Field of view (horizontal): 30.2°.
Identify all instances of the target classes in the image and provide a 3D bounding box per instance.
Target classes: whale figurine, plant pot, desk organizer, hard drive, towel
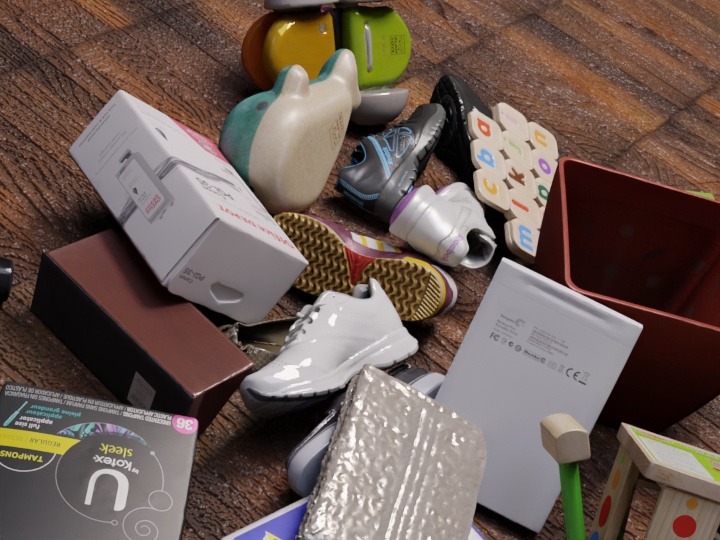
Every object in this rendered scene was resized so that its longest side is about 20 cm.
[{"bbox_3d":[-0.072,-0.150,1.377,0.103,0.160,0.200,17,52,24],"label":"whale figurine"},{"bbox_3d":[0.255,0.041,1.280,0.199,0.177,0.200,15,39,-7],"label":"plant pot"},{"bbox_3d":[-0.190,0.056,1.154,0.200,0.072,0.077,41,41,22],"label":"desk organizer"},{"bbox_3d":[0.138,0.108,1.146,0.131,0.201,0.027,26,11,6],"label":"hard drive"},{"bbox_3d":[0.028,0.174,1.059,0.132,0.035,0.200,31,42,-7],"label":"towel"}]

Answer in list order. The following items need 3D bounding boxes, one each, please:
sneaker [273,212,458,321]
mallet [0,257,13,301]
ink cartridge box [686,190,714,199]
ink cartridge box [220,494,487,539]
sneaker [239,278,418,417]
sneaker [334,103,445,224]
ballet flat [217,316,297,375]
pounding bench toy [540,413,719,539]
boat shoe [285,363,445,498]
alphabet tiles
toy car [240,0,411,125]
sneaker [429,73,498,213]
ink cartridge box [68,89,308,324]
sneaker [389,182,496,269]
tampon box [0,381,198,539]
[{"bbox_3d":[0.000,0.000,1.308,0.199,0.075,0.090,24,8,21],"label":"sneaker"},{"bbox_3d":[-0.319,0.064,1.121,0.066,0.041,0.201,2,48,-24],"label":"mallet"},{"bbox_3d":[0.392,-0.051,1.519,0.147,0.076,0.201,4,44,-20],"label":"ink cartridge box"},{"bbox_3d":[0.019,0.254,1.046,0.199,0.047,0.198,-18,52,-40],"label":"ink cartridge box"},{"bbox_3d":[-0.037,0.068,1.166,0.200,0.074,0.087,-23,88,-48],"label":"sneaker"},{"bbox_3d":[0.037,-0.133,1.460,0.082,0.073,0.200,24,39,4],"label":"sneaker"},{"bbox_3d":[-0.054,0.064,1.221,0.199,0.046,0.068,-4,46,-27],"label":"ballet flat"},{"bbox_3d":[0.218,0.217,1.075,0.199,0.157,0.124,19,7,-3],"label":"pounding bench toy"},{"bbox_3d":[-0.002,0.131,1.158,0.066,0.070,0.200,26,40,34],"label":"boat shoe"},{"bbox_3d":[0.187,-0.087,1.450,0.195,0.015,0.201,26,47,-35],"label":"alphabet tiles"},{"bbox_3d":[-0.043,-0.251,1.516,0.199,0.176,0.150,-12,13,-33],"label":"toy car"},{"bbox_3d":[0.142,-0.144,1.529,0.090,0.076,0.201,-2,54,-34],"label":"sneaker"},{"bbox_3d":[-0.157,-0.057,1.229,0.200,0.083,0.146,50,13,35],"label":"ink cartridge box"},{"bbox_3d":[0.096,-0.036,1.351,0.100,0.075,0.200,39,17,13],"label":"sneaker"},{"bbox_3d":[-0.206,0.204,0.937,0.149,0.127,0.201,12,41,-10],"label":"tampon box"}]
